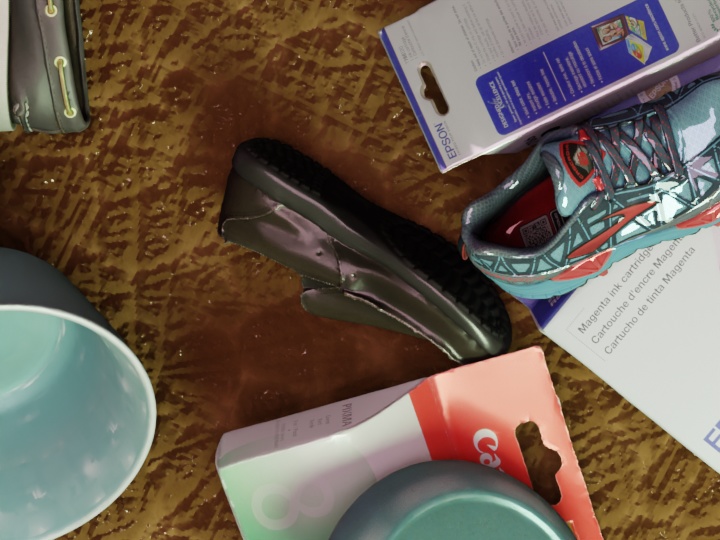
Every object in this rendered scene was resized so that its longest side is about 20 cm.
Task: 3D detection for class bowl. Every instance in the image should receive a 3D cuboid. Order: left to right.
[{"bbox_3d":[-0.226,0.063,1.721,0.200,0.105,0.201,-8,133,-9],"label":"bowl"}]

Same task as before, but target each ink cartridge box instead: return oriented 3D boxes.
[{"bbox_3d":[0.033,0.145,1.729,0.200,0.050,0.161,-15,117,9],"label":"ink cartridge box"},{"bbox_3d":[0.119,-0.139,1.707,0.200,0.039,0.100,-25,78,7],"label":"ink cartridge box"},{"bbox_3d":[0.202,-0.014,1.723,0.200,0.043,0.196,38,99,-1],"label":"ink cartridge box"}]

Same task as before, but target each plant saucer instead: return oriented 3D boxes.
[{"bbox_3d":[0.063,0.206,1.673,0.200,0.027,0.201,7,76,-29],"label":"plant saucer"}]

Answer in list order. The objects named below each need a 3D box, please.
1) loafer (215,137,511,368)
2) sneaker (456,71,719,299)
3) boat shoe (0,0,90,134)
[{"bbox_3d":[0.000,0.000,1.737,0.200,0.073,0.071,35,112,7],"label":"loafer"},{"bbox_3d":[0.144,-0.049,1.665,0.200,0.095,0.079,-34,64,19],"label":"sneaker"},{"bbox_3d":[-0.186,-0.181,1.732,0.060,0.072,0.202,4,104,1],"label":"boat shoe"}]
